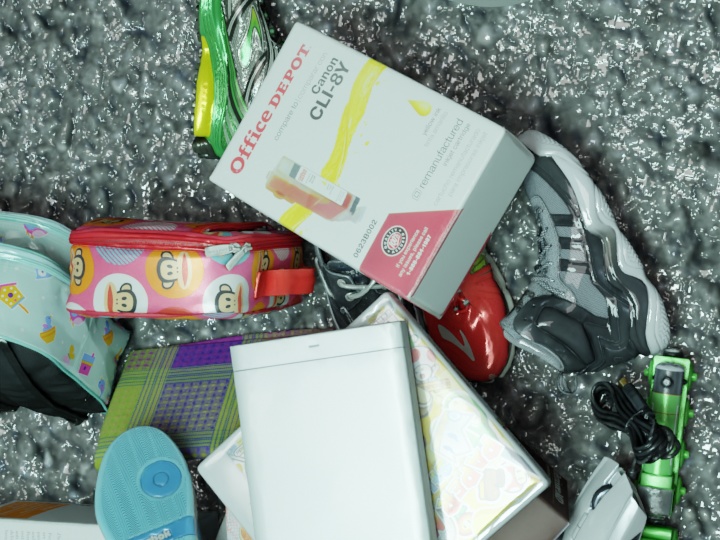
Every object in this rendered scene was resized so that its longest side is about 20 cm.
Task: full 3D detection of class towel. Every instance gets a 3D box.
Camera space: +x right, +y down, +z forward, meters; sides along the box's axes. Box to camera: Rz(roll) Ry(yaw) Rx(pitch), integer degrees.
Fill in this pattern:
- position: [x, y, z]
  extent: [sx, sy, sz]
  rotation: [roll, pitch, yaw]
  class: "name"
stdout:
- position: [-0.112, 0.106, 1.314]
  extent: [0.199, 0.144, 0.023]
  rotation: [-7, 128, 15]
  class: "towel"

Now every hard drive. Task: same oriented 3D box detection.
- position: [-0.018, 0.145, 1.152]
  extent: [0.131, 0.027, 0.201]
  rotation: [-9, 87, 16]
  class: "hard drive"

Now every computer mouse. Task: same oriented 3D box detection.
- position: [0.186, 0.185, 1.218]
  extent: [0.044, 0.110, 0.201]
  rotation: [1, 115, -18]
  class: "computer mouse"

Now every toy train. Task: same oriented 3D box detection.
- position: [0.231, 0.161, 1.241]
  extent: [0.042, 0.056, 0.201]
  rotation: [6, 93, 17]
  class: "toy train"

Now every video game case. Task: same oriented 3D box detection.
- position: [0.007, 0.149, 1.169]
  extent: [0.200, 0.023, 0.182]
  rotation: [-43, 78, 10]
  class: "video game case"

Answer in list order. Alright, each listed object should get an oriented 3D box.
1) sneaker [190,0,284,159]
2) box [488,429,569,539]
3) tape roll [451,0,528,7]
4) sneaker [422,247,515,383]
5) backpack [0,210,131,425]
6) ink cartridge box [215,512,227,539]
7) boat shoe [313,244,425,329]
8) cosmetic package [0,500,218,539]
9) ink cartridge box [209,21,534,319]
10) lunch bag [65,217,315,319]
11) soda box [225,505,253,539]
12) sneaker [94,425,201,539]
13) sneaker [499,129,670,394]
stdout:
- position: [-0.089, -0.191, 1.332]
  extent: [0.085, 0.078, 0.201]
  rotation: [5, 101, 10]
  class: "sneaker"
- position: [0.067, 0.138, 1.242]
  extent: [0.200, 0.100, 0.075]
  rotation: [44, 103, -5]
  class: "box"
- position: [0.092, -0.313, 1.235]
  extent: [0.202, 0.139, 0.204]
  rotation: [0, 90, 16]
  class: "tape roll"
- position: [0.067, -0.005, 1.273]
  extent: [0.077, 0.085, 0.201]
  rotation: [-17, 85, 18]
  class: "sneaker"
- position: [-0.295, 0.033, 1.324]
  extent: [0.175, 0.200, 0.154]
  rotation: [8, 77, 18]
  class: "backpack"
- position: [-0.049, 0.255, 1.311]
  extent: [0.144, 0.084, 0.201]
  rotation: [23, 96, 15]
  class: "ink cartridge box"
- position: [0.000, 0.000, 1.298]
  extent: [0.071, 0.068, 0.201]
  rotation: [-18, 84, 4]
  class: "boat shoe"
- position: [-0.230, 0.240, 1.357]
  extent: [0.199, 0.101, 0.072]
  rotation: [1, 91, 16]
  class: "cosmetic package"
- position: [0.006, -0.078, 1.218]
  extent: [0.200, 0.083, 0.146]
  rotation: [31, 92, 25]
  class: "ink cartridge box"
- position: [-0.123, 0.001, 1.272]
  extent: [0.175, 0.200, 0.082]
  rotation: [3, 93, 14]
  class: "lunch bag"
- position: [-0.060, 0.265, 1.234]
  extent: [0.063, 0.068, 0.201]
  rotation: [-3, 89, 14]
  class: "soda box"
- position: [-0.151, 0.230, 1.245]
  extent: [0.079, 0.131, 0.201]
  rotation: [-14, 61, -5]
  class: "sneaker"
- position: [0.147, -0.004, 1.240]
  extent: [0.114, 0.075, 0.201]
  rotation: [-30, 85, -6]
  class: "sneaker"
